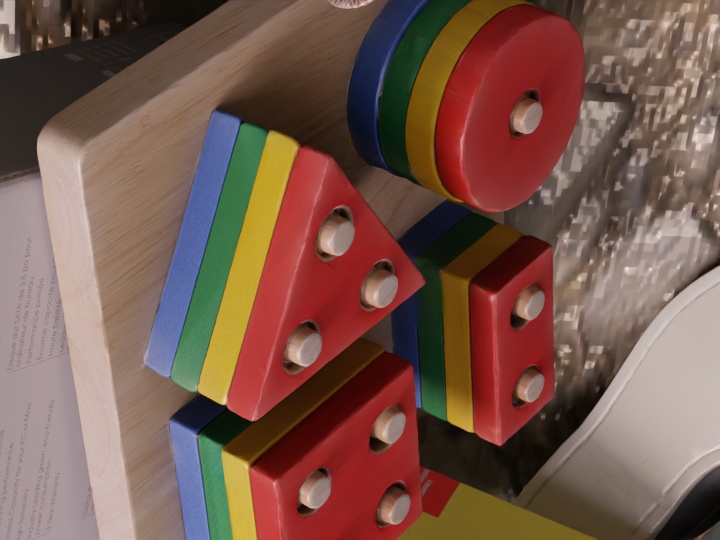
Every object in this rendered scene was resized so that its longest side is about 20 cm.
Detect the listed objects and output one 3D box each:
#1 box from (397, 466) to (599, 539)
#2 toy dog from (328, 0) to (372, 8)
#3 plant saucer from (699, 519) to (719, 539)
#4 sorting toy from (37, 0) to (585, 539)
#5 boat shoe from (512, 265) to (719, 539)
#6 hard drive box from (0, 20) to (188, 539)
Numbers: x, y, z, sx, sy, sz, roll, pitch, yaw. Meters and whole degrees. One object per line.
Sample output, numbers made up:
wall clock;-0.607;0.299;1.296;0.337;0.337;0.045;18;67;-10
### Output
box;0.017;0.115;0.924;0.200;0.050;0.075;21;128;14
toy dog;-0.022;-0.144;0.705;0.200;0.096;0.132;-3;119;39
plant saucer;0.214;0.101;0.939;0.201;0.039;0.201;-4;156;-2
sorting toy;0.000;0.000;0.795;0.070;0.200;0.199;25;136;32
boat shoe;0.136;0.056;0.945;0.200;0.073;0.062;-47;161;19
hard drive box;-0.112;0.016;0.784;0.077;0.200;0.156;27;118;30
